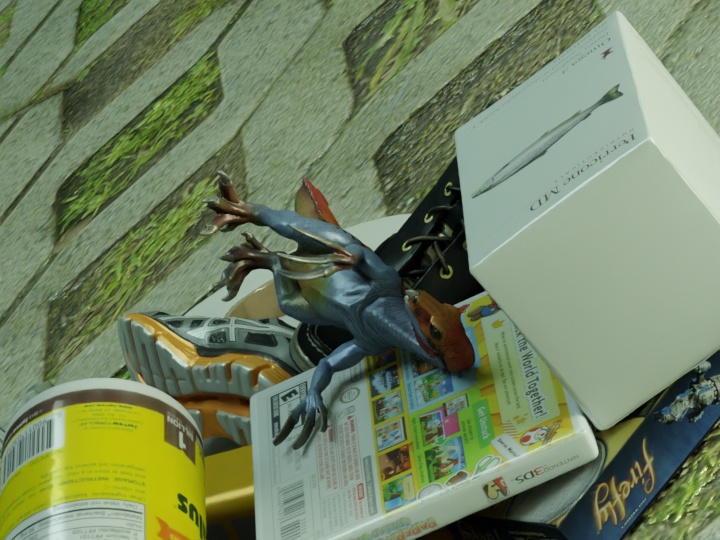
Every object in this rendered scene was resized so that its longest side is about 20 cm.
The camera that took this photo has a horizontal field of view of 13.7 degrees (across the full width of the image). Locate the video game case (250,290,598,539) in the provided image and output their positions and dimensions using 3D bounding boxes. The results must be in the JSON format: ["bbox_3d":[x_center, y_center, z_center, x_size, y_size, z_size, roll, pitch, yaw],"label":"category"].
[{"bbox_3d":[0.028,0.082,1.580,0.182,0.023,0.200,-24,23,7],"label":"video game case"}]

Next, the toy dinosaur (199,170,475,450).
[{"bbox_3d":[0.000,0.000,1.628,0.181,0.105,0.200,18,41,25],"label":"toy dinosaur"}]

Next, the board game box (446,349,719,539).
[{"bbox_3d":[0.139,0.067,1.558,0.200,0.035,0.135,-48,19,-18],"label":"board game box"}]

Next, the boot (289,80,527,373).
[{"bbox_3d":[0.048,-0.022,1.738,0.203,0.073,0.154,-31,-26,-46],"label":"boot"}]

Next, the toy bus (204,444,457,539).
[{"bbox_3d":[-0.033,0.135,1.662,0.200,0.078,0.065,-16,27,24],"label":"toy bus"}]

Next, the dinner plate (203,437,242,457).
[{"bbox_3d":[-0.111,0.113,1.861,0.200,0.024,0.200,-20,13,5],"label":"dinner plate"}]

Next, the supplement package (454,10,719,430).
[{"bbox_3d":[0.130,-0.030,1.551,0.117,0.117,0.200,-36,19,13],"label":"supplement package"}]

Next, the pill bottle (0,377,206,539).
[{"bbox_3d":[-0.132,0.160,1.535,0.109,0.109,0.200,-33,40,28],"label":"pill bottle"}]

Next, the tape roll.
[{"bbox_3d":[-0.035,0.026,1.938,0.202,0.037,0.203,-24,15,7],"label":"tape roll"}]

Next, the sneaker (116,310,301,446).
[{"bbox_3d":[-0.077,0.060,1.812,0.077,0.078,0.200,-29,28,-31],"label":"sneaker"}]

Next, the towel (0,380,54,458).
[{"bbox_3d":[-0.241,0.161,1.835,0.193,0.035,0.200,-52,17,1],"label":"towel"}]
